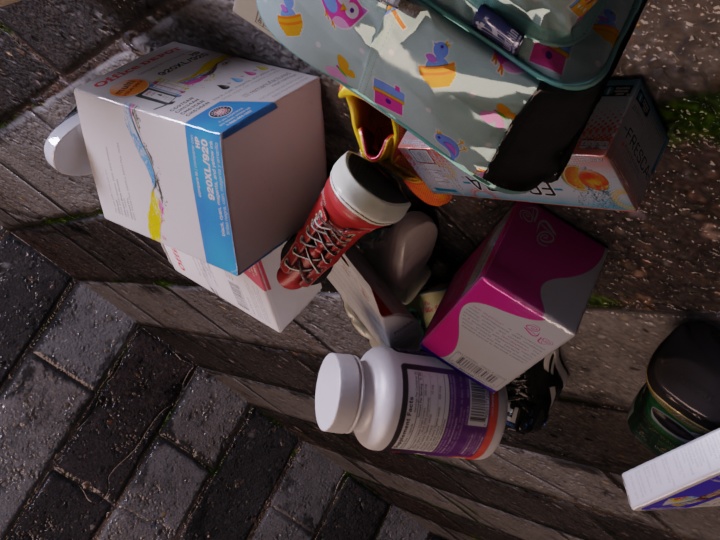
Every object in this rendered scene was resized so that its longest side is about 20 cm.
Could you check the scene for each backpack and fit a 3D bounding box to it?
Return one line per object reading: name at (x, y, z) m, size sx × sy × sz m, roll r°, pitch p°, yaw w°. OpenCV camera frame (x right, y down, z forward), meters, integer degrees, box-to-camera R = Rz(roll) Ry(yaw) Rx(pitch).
backpack at (0.049, -0.164, 0.446) m, size 0.197 × 0.177 × 0.155 m, roll 28°, pitch 145°, yaw 11°

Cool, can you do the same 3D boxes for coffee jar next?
coffee jar at (0.336, 0.130, 0.877) m, size 0.103 × 0.086 × 0.201 m, roll 35°, pitch 165°, yaw 23°

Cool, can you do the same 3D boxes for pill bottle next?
pill bottle at (0.054, 0.145, 0.956) m, size 0.195 × 0.114 × 0.111 m, roll 10°, pitch 168°, yaw -20°

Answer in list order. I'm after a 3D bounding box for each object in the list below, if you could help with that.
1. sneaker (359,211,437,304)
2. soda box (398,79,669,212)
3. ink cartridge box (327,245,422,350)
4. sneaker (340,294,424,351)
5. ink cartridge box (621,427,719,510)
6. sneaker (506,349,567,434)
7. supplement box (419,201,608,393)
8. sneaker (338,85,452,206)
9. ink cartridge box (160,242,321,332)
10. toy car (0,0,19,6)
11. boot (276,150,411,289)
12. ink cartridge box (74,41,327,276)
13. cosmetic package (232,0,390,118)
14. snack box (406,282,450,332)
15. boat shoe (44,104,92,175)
sneaker at (0.035, -0.024, 0.997) m, size 0.088 × 0.075 × 0.201 m, roll 39°, pitch 165°, yaw 13°
soda box at (0.125, -0.097, 0.658) m, size 0.198 × 0.069 × 0.064 m, roll 12°, pitch 155°, yaw 46°
ink cartridge box at (0.000, 0.000, 0.971) m, size 0.163 × 0.056 × 0.201 m, roll 51°, pitch 166°, yaw 28°
sneaker at (0.044, 0.062, 1.100) m, size 0.202 × 0.077 × 0.080 m, roll 57°, pitch 144°, yaw 5°
ink cartridge box at (0.381, 0.175, 0.816) m, size 0.195 × 0.044 × 0.199 m, roll 11°, pitch 145°, yaw -39°
sneaker at (0.200, 0.137, 1.071) m, size 0.072 × 0.113 × 0.201 m, roll 13°, pitch 155°, yaw 38°
supplement box at (0.147, 0.032, 0.864) m, size 0.100 × 0.105 × 0.200 m, roll 31°, pitch 155°, yaw 0°
sneaker at (0.029, -0.113, 0.757) m, size 0.072 × 0.078 × 0.200 m, roll 15°, pitch 157°, yaw 35°
ink cartridge box at (-0.151, -0.039, 0.997) m, size 0.197 × 0.085 × 0.148 m, roll 25°, pitch 146°, yaw 33°
toy car at (-0.372, -0.329, 0.764) m, size 0.175 × 0.183 × 0.204 m, roll 11°, pitch 125°, yaw 46°
boot at (-0.026, -0.030, 0.764) m, size 0.072 × 0.145 × 0.200 m, roll 40°, pitch -172°, yaw -4°
ink cartridge box at (-0.152, -0.118, 0.848) m, size 0.197 × 0.147 × 0.147 m, roll 20°, pitch 130°, yaw 30°
cosmetic package at (0.021, -0.176, 0.590) m, size 0.198 × 0.088 × 0.103 m, roll 33°, pitch 163°, yaw -8°
snack box at (0.103, 0.079, 1.106) m, size 0.199 × 0.037 × 0.119 m, roll -14°, pitch 98°, yaw 66°
boat shoe at (-0.264, -0.169, 0.911) m, size 0.067 × 0.200 × 0.073 m, roll 30°, pitch 137°, yaw 16°
